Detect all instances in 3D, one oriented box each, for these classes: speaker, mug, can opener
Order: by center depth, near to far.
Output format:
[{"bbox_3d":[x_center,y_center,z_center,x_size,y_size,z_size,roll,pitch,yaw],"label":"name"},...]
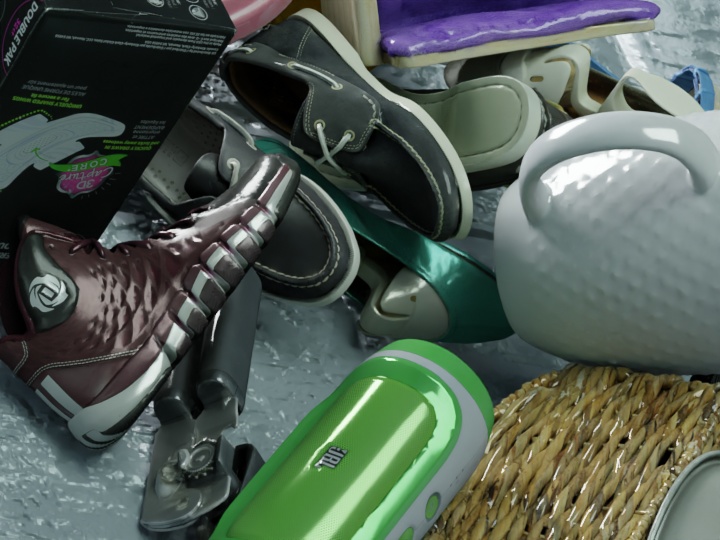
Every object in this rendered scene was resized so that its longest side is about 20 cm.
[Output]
[{"bbox_3d":[-0.011,0.124,1.535,0.088,0.089,0.200,38,53,3],"label":"speaker"},{"bbox_3d":[-0.078,0.078,1.615,0.067,0.053,0.200,56,24,-31],"label":"can opener"},{"bbox_3d":[0.162,-0.026,1.672,0.200,0.174,0.148,54,36,-52],"label":"mug"}]

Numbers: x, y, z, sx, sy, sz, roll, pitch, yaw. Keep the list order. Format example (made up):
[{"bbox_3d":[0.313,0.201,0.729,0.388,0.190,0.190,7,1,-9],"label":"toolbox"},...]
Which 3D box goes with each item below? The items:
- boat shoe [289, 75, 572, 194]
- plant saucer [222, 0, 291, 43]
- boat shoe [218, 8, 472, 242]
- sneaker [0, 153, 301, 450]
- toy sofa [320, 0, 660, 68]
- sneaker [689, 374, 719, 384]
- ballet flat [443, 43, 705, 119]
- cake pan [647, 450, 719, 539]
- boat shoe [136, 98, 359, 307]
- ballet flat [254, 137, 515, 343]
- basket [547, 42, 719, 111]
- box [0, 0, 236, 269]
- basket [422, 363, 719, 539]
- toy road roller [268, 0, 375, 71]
[{"bbox_3d":[0.042,-0.076,1.792,0.060,0.201,0.072,20,76,-44],"label":"boat shoe"},{"bbox_3d":[-0.130,-0.207,1.804,0.199,0.051,0.201,0,45,0],"label":"plant saucer"},{"bbox_3d":[-0.007,-0.076,1.735,0.067,0.072,0.200,-21,48,-30],"label":"boat shoe"},{"bbox_3d":[-0.122,-0.012,1.586,0.115,0.076,0.200,37,62,-2],"label":"sneaker"},{"bbox_3d":[0.079,-0.177,1.806,0.199,0.083,0.097,-11,10,-25],"label":"toy sofa"},{"bbox_3d":[0.253,0.135,1.734,0.201,0.085,0.078,60,35,-5],"label":"sneaker"},{"bbox_3d":[0.143,-0.103,1.793,0.199,0.064,0.067,26,44,19],"label":"ballet flat"},{"bbox_3d":[0.196,0.198,1.589,0.037,0.201,0.200,5,23,29],"label":"cake pan"},{"bbox_3d":[-0.084,-0.053,1.698,0.200,0.074,0.060,44,3,23],"label":"boat shoe"},{"bbox_3d":[0.000,0.000,1.751,0.199,0.067,0.071,32,50,-1],"label":"ballet flat"},{"bbox_3d":[0.170,-0.064,1.894,0.199,0.139,0.177,30,36,-15],"label":"basket"},{"bbox_3d":[-0.184,-0.114,1.598,0.124,0.200,0.149,4,46,-39],"label":"box"},{"bbox_3d":[0.119,0.164,1.633,0.142,0.150,0.200,6,35,28],"label":"basket"},{"bbox_3d":[0.015,-0.205,1.880,0.123,0.199,0.146,51,30,-37],"label":"toy road roller"}]
